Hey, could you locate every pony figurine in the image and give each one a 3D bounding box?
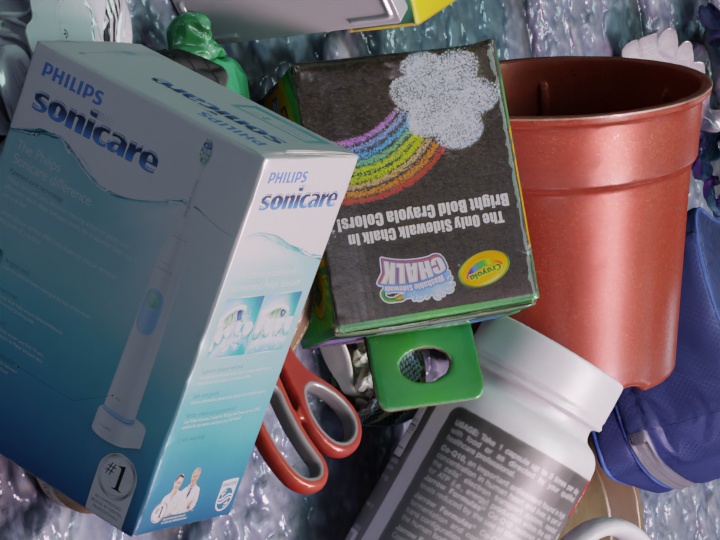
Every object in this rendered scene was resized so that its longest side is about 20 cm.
[{"bbox_3d":[0.297,-0.139,1.948,0.200,0.166,0.193,-75,154,-52],"label":"pony figurine"}]

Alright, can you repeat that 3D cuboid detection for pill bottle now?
[{"bbox_3d":[0.072,0.134,1.523,0.114,0.114,0.200,33,86,-52],"label":"pill bottle"}]

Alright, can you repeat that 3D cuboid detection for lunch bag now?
[{"bbox_3d":[0.213,0.053,1.776,0.136,0.132,0.200,27,47,-61],"label":"lunch bag"}]

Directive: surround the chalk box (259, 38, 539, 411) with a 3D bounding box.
[{"bbox_3d":[0.023,-0.020,1.445,0.124,0.125,0.200,157,-75,-79],"label":"chalk box"}]

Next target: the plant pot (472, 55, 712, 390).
[{"bbox_3d":[0.132,-0.026,1.633,0.201,0.201,0.195,-26,118,-55],"label":"plant pot"}]

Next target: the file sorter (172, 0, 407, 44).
[{"bbox_3d":[-0.053,-0.247,1.394,0.200,0.139,0.125,63,37,-33],"label":"file sorter"}]

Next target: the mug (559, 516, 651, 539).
[{"bbox_3d":[0.137,0.254,1.639,0.200,0.148,0.175,-52,123,-25],"label":"mug"}]

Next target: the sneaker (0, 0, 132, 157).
[{"bbox_3d":[-0.172,-0.133,1.253,0.115,0.075,0.200,-28,115,-58],"label":"sneaker"}]

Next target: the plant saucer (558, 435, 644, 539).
[{"bbox_3d":[0.149,0.201,1.782,0.200,0.029,0.200,6,82,-57],"label":"plant saucer"}]

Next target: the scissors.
[{"bbox_3d":[-0.062,0.024,1.327,0.073,0.014,0.200,-27,86,-46],"label":"scissors"}]

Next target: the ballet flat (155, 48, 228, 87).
[{"bbox_3d":[-0.088,-0.026,1.305,0.057,0.066,0.200,1,70,-19],"label":"ballet flat"}]

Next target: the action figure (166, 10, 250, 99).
[{"bbox_3d":[-0.088,-0.046,1.401,0.118,0.055,0.200,-13,103,-55],"label":"action figure"}]

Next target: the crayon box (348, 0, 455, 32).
[{"bbox_3d":[0.033,-0.275,1.601,0.173,0.058,0.200,-37,118,-51],"label":"crayon box"}]

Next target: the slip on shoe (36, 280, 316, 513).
[{"bbox_3d":[-0.086,0.060,1.339,0.200,0.061,0.076,-37,120,-32],"label":"slip on shoe"}]

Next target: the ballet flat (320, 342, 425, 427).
[{"bbox_3d":[0.000,0.000,1.530,0.074,0.074,0.200,-15,97,-57],"label":"ballet flat"}]

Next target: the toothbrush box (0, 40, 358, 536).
[{"bbox_3d":[-0.110,0.005,1.214,0.085,0.146,0.200,-7,120,-58],"label":"toothbrush box"}]
